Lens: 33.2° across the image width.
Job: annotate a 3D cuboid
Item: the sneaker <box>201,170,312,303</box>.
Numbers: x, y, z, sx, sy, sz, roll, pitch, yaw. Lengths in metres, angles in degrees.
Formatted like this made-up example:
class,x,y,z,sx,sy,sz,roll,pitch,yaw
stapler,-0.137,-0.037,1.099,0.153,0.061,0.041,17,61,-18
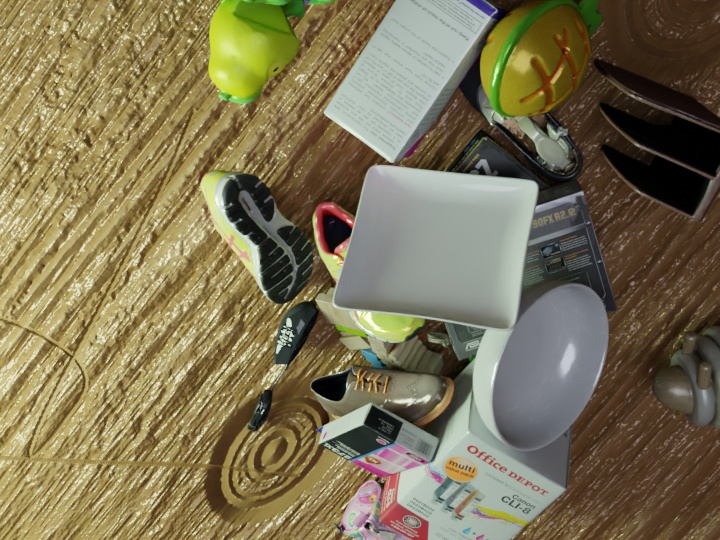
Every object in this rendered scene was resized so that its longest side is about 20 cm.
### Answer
class,x,y,z,sx,sy,sz,roll,pitch,yaw
sneaker,-0.125,-0.046,1.432,0.078,0.090,0.200,-41,129,-21

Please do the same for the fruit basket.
class,x,y,z,sx,sy,sz,roll,pitch,yaw
fruit basket,-0.091,-0.281,1.281,0.155,0.216,0.216,-6,110,1

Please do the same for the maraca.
class,x,y,z,sx,sy,sz,roll,pitch,yaw
maraca,0.204,-0.237,1.321,0.107,0.200,0.137,37,131,25

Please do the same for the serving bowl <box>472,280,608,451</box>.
class,x,y,z,sx,sy,sz,roll,pitch,yaw
serving bowl,0.193,0.100,1.364,0.200,0.066,0.200,-19,119,-37

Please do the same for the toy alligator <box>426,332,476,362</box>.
class,x,y,z,sx,sy,sz,roll,pitch,yaw
toy alligator,0.176,0.118,1.504,0.200,0.059,0.054,9,109,-4

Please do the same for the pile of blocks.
class,x,y,z,sx,sy,sz,roll,pitch,yaw
pile of blocks,0.030,0.078,1.497,0.200,0.082,0.062,47,60,-24

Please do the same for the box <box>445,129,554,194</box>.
class,x,y,z,sx,sy,sz,roll,pitch,yaw
box,0.144,-0.043,1.453,0.160,0.049,0.200,37,105,-11

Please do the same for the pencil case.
class,x,y,z,sx,sy,sz,roll,pitch,yaw
pencil case,0.066,0.358,1.577,0.200,0.087,0.087,39,105,-14

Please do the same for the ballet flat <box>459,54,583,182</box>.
class,x,y,z,sx,sy,sz,roll,pitch,yaw
ballet flat,0.187,-0.176,1.395,0.073,0.073,0.200,-42,105,13

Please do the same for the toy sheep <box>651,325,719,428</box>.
class,x,y,z,sx,sy,sz,roll,pitch,yaw
toy sheep,0.453,0.126,1.477,0.200,0.138,0.138,-10,110,-3

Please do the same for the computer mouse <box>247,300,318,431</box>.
class,x,y,z,sx,sy,sz,roll,pitch,yaw
computer mouse,-0.105,0.119,1.508,0.034,0.059,0.200,29,112,7

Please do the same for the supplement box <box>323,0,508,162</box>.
class,x,y,z,sx,sy,sz,roll,pitch,yaw
supplement box,0.063,-0.230,1.344,0.103,0.101,0.200,35,105,6

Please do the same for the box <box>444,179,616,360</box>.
class,x,y,z,sx,sy,sz,roll,pitch,yaw
box,0.183,0.001,1.419,0.200,0.048,0.159,-19,109,5

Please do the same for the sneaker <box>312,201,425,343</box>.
class,x,y,z,sx,sy,sz,roll,pitch,yaw
sneaker,0.000,0.000,1.388,0.078,0.090,0.200,-36,64,-7

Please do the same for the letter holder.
class,x,y,z,sx,sy,sz,roll,pitch,yaw
letter holder,0.312,-0.152,1.335,0.142,0.200,0.101,22,108,-8

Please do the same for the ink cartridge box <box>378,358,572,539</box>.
class,x,y,z,sx,sy,sz,roll,pitch,yaw
ink cartridge box,0.142,0.235,1.473,0.145,0.145,0.200,31,125,-10

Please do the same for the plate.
class,x,y,z,sx,sy,sz,roll,pitch,yaw
plate,0.087,-0.023,1.338,0.199,0.200,0.032,6,148,13

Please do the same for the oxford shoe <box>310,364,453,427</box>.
class,x,y,z,sx,sy,sz,roll,pitch,yaw
oxford shoe,0.022,0.149,1.455,0.200,0.071,0.073,-13,141,41

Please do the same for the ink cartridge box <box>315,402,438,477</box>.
class,x,y,z,sx,sy,sz,roll,pitch,yaw
ink cartridge box,0.012,0.212,1.478,0.095,0.200,0.037,30,68,-11
